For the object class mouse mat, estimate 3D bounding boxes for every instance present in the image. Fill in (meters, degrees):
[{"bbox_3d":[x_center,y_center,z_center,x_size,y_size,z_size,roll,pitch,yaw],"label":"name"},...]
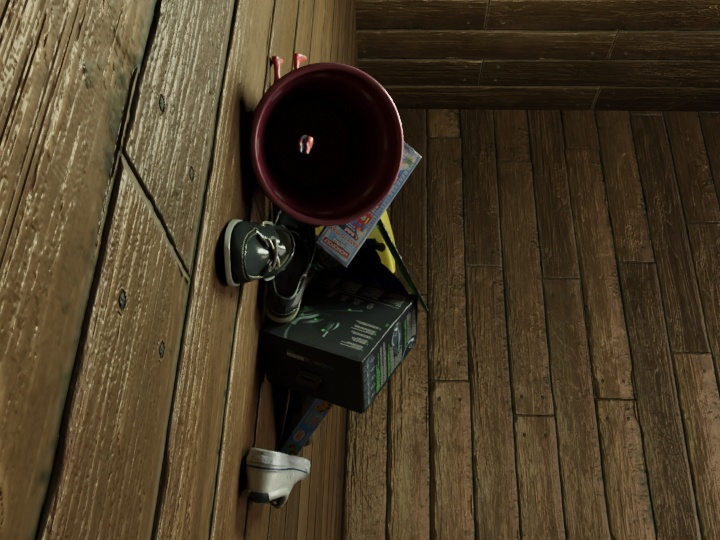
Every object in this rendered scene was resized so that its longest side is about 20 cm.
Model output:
[{"bbox_3d":[0.062,-0.016,1.126,0.163,0.007,0.200,62,2,-8],"label":"mouse mat"}]

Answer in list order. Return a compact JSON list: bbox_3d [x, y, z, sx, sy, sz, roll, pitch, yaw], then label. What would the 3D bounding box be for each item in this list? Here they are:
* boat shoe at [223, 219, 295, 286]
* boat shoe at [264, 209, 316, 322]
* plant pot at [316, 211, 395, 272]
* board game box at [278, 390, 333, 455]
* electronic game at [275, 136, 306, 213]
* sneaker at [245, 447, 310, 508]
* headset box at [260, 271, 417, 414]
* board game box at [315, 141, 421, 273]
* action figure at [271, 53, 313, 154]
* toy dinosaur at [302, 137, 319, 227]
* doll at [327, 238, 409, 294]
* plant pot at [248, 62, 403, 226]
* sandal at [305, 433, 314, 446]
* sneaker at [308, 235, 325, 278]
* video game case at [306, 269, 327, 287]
[{"bbox_3d":[-0.117,-0.026,0.821,0.200,0.059,0.078,-78,169,-77],"label":"boat shoe"},{"bbox_3d":[-0.104,-0.030,1.007,0.066,0.073,0.204,109,-7,-63],"label":"boat shoe"},{"bbox_3d":[-0.029,-0.102,1.526,0.201,0.194,0.181,-81,165,-71],"label":"plant pot"},{"bbox_3d":[-0.074,0.198,1.169,0.201,0.036,0.153,-56,-164,35],"label":"board game box"},{"bbox_3d":[-0.109,-0.151,1.161,0.200,0.040,0.206,3,90,-80],"label":"electronic game"},{"bbox_3d":[-0.120,0.287,0.951,0.200,0.071,0.073,59,41,-69],"label":"sneaker"},{"bbox_3d":[-0.030,0.103,1.029,0.200,0.170,0.095,-45,140,-50],"label":"headset box"},{"bbox_3d":[-0.012,-0.081,1.067,0.202,0.061,0.200,-57,-173,-28],"label":"board game box"},{"bbox_3d":[-0.102,-0.217,1.046,0.052,0.064,0.206,-13,103,-73],"label":"action figure"},{"bbox_3d":[-0.060,-0.152,1.155,0.202,0.099,0.138,-103,-158,-54],"label":"toy dinosaur"},{"bbox_3d":[0.000,0.000,1.168,0.201,0.135,0.049,48,-31,18],"label":"doll"},{"bbox_3d":[-0.057,-0.171,0.936,0.179,0.194,0.206,-139,-132,-73],"label":"plant pot"},{"bbox_3d":[-0.089,0.233,1.325,0.081,0.053,0.206,-15,-109,60],"label":"sandal"},{"bbox_3d":[-0.087,-0.023,1.301,0.200,0.078,0.073,75,16,-82],"label":"sneaker"},{"bbox_3d":[-0.060,0.013,1.338,0.201,0.035,0.183,-54,-163,30],"label":"video game case"}]
